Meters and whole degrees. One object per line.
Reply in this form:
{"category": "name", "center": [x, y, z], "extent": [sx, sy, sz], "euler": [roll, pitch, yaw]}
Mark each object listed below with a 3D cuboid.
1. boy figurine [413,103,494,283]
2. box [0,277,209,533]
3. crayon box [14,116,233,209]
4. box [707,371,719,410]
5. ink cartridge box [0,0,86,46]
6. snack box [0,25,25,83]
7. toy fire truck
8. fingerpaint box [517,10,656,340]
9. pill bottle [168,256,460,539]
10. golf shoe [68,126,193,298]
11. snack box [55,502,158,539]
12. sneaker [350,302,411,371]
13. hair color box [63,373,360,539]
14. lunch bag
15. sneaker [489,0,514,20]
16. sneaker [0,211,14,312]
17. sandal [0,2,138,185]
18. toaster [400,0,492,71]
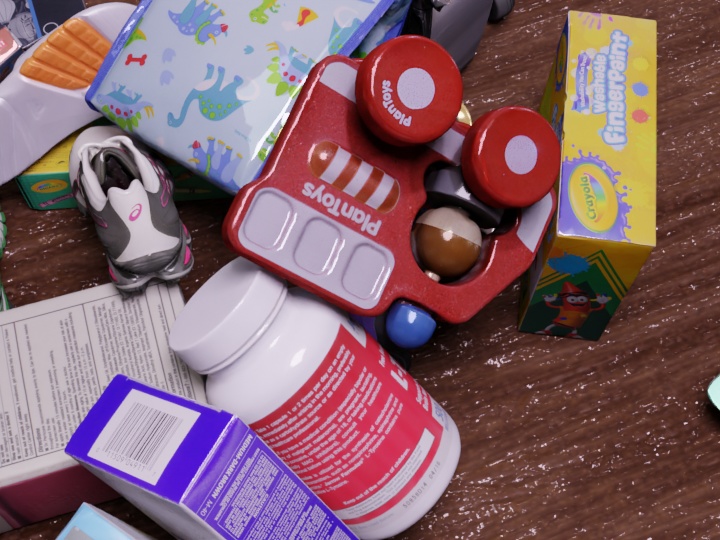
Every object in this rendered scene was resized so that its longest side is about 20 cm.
{"category": "boy figurine", "center": [0.070, -0.063, 0.820], "extent": [0.124, 0.064, 0.201], "euler": [25, 44, -21]}
{"category": "box", "center": [-0.210, 0.098, 0.721], "extent": [0.199, 0.109, 0.128], "euler": [-15, 65, -8]}
{"category": "crayon box", "center": [-0.190, -0.123, 0.860], "extent": [0.199, 0.058, 0.119], "euler": [-4, 64, -3]}
{"category": "box", "center": [0.371, 0.082, 0.777], "extent": [0.200, 0.048, 0.117], "euler": [-34, 69, -19]}
{"category": "ink cartridge box", "center": [-0.319, -0.268, 0.942], "extent": [0.099, 0.039, 0.201], "euler": [-19, 65, -10]}
{"category": "snack box", "center": [-0.362, -0.124, 0.832], "extent": [0.200, 0.072, 0.024], "euler": [-45, 97, -10]}
{"category": "toy fire truck", "center": [0.027, -0.044, 0.647], "extent": [0.200, 0.112, 0.168], "euler": [29, 81, -21]}
{"category": "fingerpaint box", "center": [0.178, -0.070, 0.782], "extent": [0.073, 0.167, 0.201], "euler": [7, 63, 3]}
{"category": "pill bottle", "center": [-0.031, 0.085, 0.678], "extent": [0.200, 0.112, 0.112], "euler": [46, 65, -23]}
{"category": "golf shoe", "center": [-0.175, -0.070, 0.732], "extent": [0.077, 0.088, 0.200], "euler": [-22, 42, -15]}
{"category": "snack box", "center": [-0.110, 0.205, 0.618], "extent": [0.116, 0.200, 0.037], "euler": [31, 73, 14]}
{"category": "sneaker", "center": [0.000, 0.000, 0.802], "extent": [0.099, 0.070, 0.201], "euler": [-4, 70, -8]}
{"category": "hair color box", "center": [-0.081, 0.152, 0.632], "extent": [0.109, 0.200, 0.065], "euler": [12, 58, 38]}
{"category": "lunch bag", "center": [-0.078, -0.161, 0.754], "extent": [0.170, 0.127, 0.201], "euler": [30, 91, 17]}
{"category": "sneaker", "center": [0.133, -0.340, 0.975], "extent": [0.104, 0.060, 0.200], "euler": [-22, 62, -7]}
{"category": "sneaker", "center": [-0.324, -0.019, 0.791], "extent": [0.078, 0.085, 0.200], "euler": [-22, 65, -11]}
{"category": "sandal", "center": [-0.253, -0.148, 0.799], "extent": [0.206, 0.079, 0.059], "euler": [-36, 35, -3]}
{"category": "toaster", "center": [0.018, -0.242, 0.853], "extent": [0.200, 0.181, 0.119], "euler": [38, 64, 17]}
